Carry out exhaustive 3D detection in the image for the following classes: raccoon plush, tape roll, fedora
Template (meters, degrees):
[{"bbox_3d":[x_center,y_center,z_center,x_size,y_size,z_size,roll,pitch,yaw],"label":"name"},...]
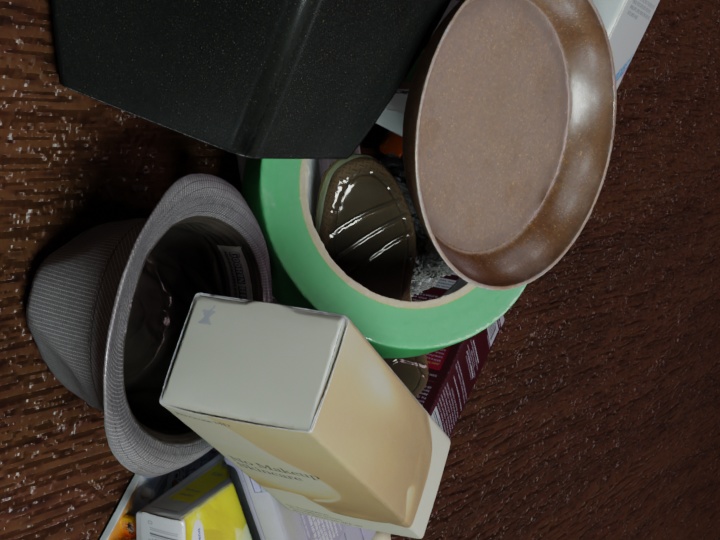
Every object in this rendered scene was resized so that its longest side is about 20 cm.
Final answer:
[{"bbox_3d":[0.047,0.004,1.206,0.201,0.096,0.135,-109,-163,-52],"label":"raccoon plush"},{"bbox_3d":[0.023,-0.045,1.054,0.048,0.199,0.202,-26,-137,67],"label":"tape roll"},{"bbox_3d":[-0.131,0.027,0.950,0.200,0.090,0.179,6,94,-67],"label":"fedora"}]

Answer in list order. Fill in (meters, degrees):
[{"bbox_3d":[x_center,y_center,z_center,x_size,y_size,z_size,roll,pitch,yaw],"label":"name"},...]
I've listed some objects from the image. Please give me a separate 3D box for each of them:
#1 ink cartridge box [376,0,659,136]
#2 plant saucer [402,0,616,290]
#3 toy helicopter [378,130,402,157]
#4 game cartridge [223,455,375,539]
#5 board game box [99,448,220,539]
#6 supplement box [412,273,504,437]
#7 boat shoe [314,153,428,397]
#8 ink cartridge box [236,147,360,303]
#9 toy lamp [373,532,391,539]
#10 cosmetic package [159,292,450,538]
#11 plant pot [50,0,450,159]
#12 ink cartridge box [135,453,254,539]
[{"bbox_3d":[0.119,-0.171,1.176,0.201,0.145,0.145,-64,166,11],"label":"ink cartridge box"},{"bbox_3d":[0.089,-0.089,1.002,0.199,0.034,0.202,-14,110,-44],"label":"plant saucer"},{"bbox_3d":[0.094,-0.152,1.344,0.201,0.079,0.132,-54,-172,2],"label":"toy helicopter"},{"bbox_3d":[-0.038,0.137,1.108,0.130,0.038,0.201,-52,139,-43],"label":"game cartridge"},{"bbox_3d":[-0.101,0.171,1.148,0.201,0.026,0.201,-63,151,-32],"label":"board game box"},{"bbox_3d":[0.032,0.085,1.307,0.201,0.108,0.061,-60,149,-35],"label":"supplement box"},{"bbox_3d":[0.000,0.000,1.155,0.076,0.071,0.202,-119,-161,-57],"label":"boat shoe"},{"bbox_3d":[-0.040,-0.079,1.188,0.201,0.047,0.161,-74,160,-55],"label":"ink cartridge box"},{"bbox_3d":[-0.004,0.298,1.375,0.058,0.058,0.202,44,58,-61],"label":"toy lamp"},{"bbox_3d":[-0.027,0.091,0.963,0.200,0.104,0.072,50,53,-56],"label":"cosmetic package"},{"bbox_3d":[-0.066,-0.168,0.921,0.199,0.199,0.179,-8,118,-65],"label":"plant pot"},{"bbox_3d":[-0.084,0.221,1.121,0.200,0.047,0.200,-29,123,-57],"label":"ink cartridge box"}]
